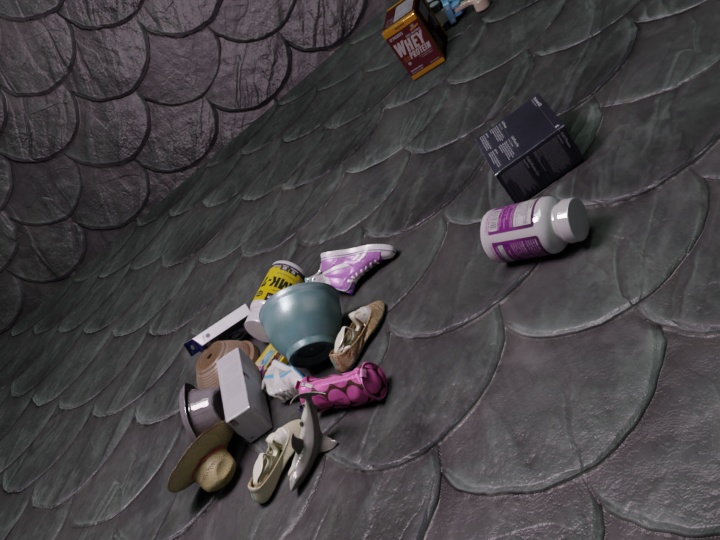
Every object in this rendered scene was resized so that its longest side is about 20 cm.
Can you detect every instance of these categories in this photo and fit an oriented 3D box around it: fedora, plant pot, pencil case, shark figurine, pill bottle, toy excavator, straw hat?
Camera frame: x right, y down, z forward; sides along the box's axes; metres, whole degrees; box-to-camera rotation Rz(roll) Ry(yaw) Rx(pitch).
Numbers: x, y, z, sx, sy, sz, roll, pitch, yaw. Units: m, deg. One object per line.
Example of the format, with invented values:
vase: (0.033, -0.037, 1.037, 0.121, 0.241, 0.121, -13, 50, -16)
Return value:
fedora: (-0.348, 0.336, 1.754, 0.089, 0.200, 0.179, -22, 67, 3)
plant pot: (-0.126, 0.140, 1.734, 0.199, 0.200, 0.136, -32, 56, 19)
plant pot: (-0.368, 0.253, 1.970, 0.199, 0.093, 0.202, -32, 29, 21)
pencil case: (-0.042, 0.244, 1.561, 0.198, 0.094, 0.092, -20, 36, 35)
shark figurine: (-0.090, 0.326, 1.510, 0.088, 0.219, 0.128, 11, 15, 12)
pill bottle: (0.345, -0.084, 1.480, 0.198, 0.112, 0.113, -10, 42, 45)
toy excavator: (0.347, -0.937, 2.640, 0.197, 0.101, 0.196, -26, 33, 13)
straw hat: (-0.327, 0.442, 1.665, 0.085, 0.202, 0.202, 36, 78, 21)
pill bottle: (-0.225, 0.083, 1.988, 0.113, 0.114, 0.202, -14, 41, 42)

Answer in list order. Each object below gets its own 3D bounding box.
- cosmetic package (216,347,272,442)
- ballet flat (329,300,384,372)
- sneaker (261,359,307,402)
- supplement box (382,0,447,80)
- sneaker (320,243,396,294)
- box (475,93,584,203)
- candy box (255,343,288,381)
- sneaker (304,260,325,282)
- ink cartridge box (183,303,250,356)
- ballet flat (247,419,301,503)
cosmetic package: (-0.275, 0.290, 1.755, 0.073, 0.102, 0.201, -33, 41, 6)
ballet flat: (-0.009, 0.135, 1.691, 0.070, 0.065, 0.202, -7, 45, 48)
sneaker: (-0.164, 0.266, 1.720, 0.199, 0.076, 0.082, 1, 58, 61)
supplement box: (0.188, -0.803, 2.543, 0.131, 0.198, 0.202, -26, 32, 28)
sneaker: (0.000, 0.000, 1.875, 0.197, 0.073, 0.117, -11, 78, 17)
box: (0.380, -0.276, 1.698, 0.181, 0.104, 0.201, -35, 30, 17)
candy box: (-0.254, 0.272, 1.866, 0.201, 0.026, 0.102, -53, 29, -17)
sneaker: (-0.119, 0.061, 1.908, 0.074, 0.089, 0.202, -7, 46, 45)
ink cartridge box: (-0.380, 0.176, 2.033, 0.198, 0.100, 0.039, -33, 68, -12)
ballet flat: (-0.181, 0.389, 1.577, 0.069, 0.070, 0.202, -14, 40, 42)
